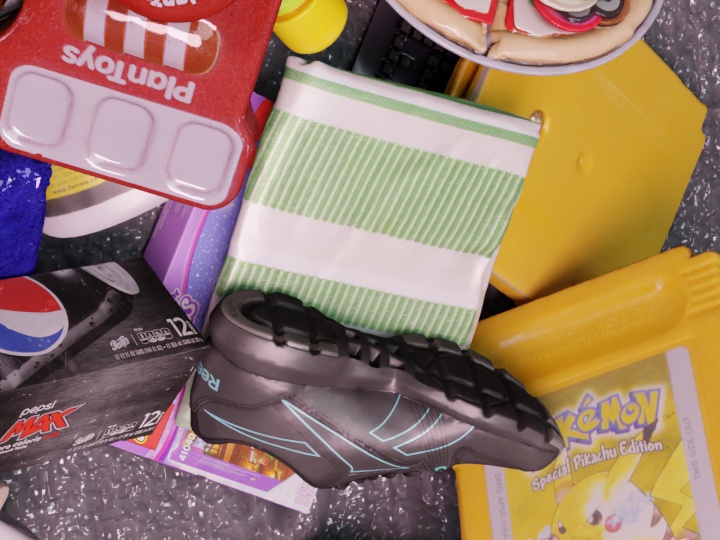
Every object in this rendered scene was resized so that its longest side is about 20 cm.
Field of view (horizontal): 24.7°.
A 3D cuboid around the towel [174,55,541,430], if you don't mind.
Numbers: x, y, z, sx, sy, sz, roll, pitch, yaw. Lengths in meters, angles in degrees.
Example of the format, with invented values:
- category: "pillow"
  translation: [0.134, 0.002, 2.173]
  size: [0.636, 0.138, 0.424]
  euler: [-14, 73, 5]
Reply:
- category: "towel"
  translation: [0.000, 0.000, 0.861]
  size: [0.152, 0.023, 0.201]
  euler: [12, 103, -23]

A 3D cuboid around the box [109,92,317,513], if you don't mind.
- category: "box"
  translation: [-0.054, 0.017, 0.894]
  size: [0.137, 0.039, 0.201]
  euler: [25, 85, -32]

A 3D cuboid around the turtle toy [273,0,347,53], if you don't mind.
- category: "turtle toy"
  translation: [-0.040, -0.185, 0.782]
  size: [0.101, 0.200, 0.146]
  euler: [-47, 133, -3]

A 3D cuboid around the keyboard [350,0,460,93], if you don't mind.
- category: "keyboard"
  translation: [0.071, -0.150, 0.954]
  size: [0.127, 0.021, 0.201]
  euler: [25, 85, -30]

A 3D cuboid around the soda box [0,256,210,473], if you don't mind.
- category: "soda box"
  translation: [-0.167, 0.049, 0.745]
  size: [0.200, 0.063, 0.071]
  euler: [-11, 144, -51]

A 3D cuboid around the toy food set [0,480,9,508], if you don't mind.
- category: "toy food set"
  translation: [-0.238, 0.110, 0.644]
  size: [0.143, 0.060, 0.200]
  euler: [36, 119, 2]

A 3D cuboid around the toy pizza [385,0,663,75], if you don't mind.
- category: "toy pizza"
  translation: [0.083, -0.199, 0.892]
  size: [0.199, 0.032, 0.201]
  euler: [8, 66, -17]

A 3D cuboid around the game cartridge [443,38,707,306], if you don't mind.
- category: "game cartridge"
  translation: [0.120, -0.064, 0.967]
  size: [0.200, 0.032, 0.177]
  euler: [35, 74, -42]

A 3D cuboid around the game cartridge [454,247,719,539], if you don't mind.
- category: "game cartridge"
  translation: [0.128, 0.099, 0.874]
  size: [0.032, 0.176, 0.201]
  euler: [32, 44, -48]

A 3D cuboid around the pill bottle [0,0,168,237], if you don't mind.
- category: "pill bottle"
  translation: [-0.148, -0.126, 0.776]
  size: [0.111, 0.111, 0.200]
  euler: [-33, 112, -22]

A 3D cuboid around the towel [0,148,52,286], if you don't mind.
- category: "towel"
  translation: [-0.234, 0.021, 0.733]
  size: [0.200, 0.148, 0.050]
  euler: [-23, 69, -29]

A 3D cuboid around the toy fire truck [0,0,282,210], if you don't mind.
- category: "toy fire truck"
  translation: [-0.126, -0.118, 0.673]
  size: [0.199, 0.112, 0.168]
  euler: [15, 120, -9]

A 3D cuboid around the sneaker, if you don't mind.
- category: "sneaker"
  translation: [0.007, 0.072, 0.844]
  size: [0.199, 0.075, 0.079]
  euler: [18, 110, -15]

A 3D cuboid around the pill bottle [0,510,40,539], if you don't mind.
- category: "pill bottle"
  translation: [-0.246, 0.184, 0.763]
  size: [0.114, 0.114, 0.200]
  euler: [39, 78, -29]
